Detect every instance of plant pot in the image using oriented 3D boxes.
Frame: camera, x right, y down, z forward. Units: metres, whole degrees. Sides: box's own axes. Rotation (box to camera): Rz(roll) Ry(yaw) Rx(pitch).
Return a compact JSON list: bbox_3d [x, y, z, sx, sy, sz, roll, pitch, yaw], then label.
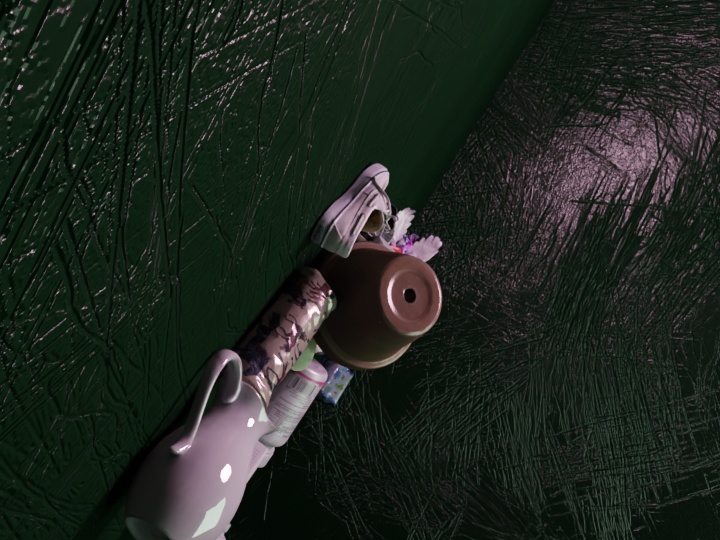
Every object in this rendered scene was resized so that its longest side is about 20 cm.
[{"bbox_3d":[0.035,0.045,0.997,0.202,0.200,0.174,-54,-164,-24],"label":"plant pot"}]

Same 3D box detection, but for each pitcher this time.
[{"bbox_3d":[-0.185,0.208,0.756,0.201,0.119,0.174,-56,147,-43],"label":"pitcher"}]

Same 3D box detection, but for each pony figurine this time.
[{"bbox_3d":[0.119,-0.068,1.938,0.194,0.166,0.200,-48,-169,-3],"label":"pony figurine"}]

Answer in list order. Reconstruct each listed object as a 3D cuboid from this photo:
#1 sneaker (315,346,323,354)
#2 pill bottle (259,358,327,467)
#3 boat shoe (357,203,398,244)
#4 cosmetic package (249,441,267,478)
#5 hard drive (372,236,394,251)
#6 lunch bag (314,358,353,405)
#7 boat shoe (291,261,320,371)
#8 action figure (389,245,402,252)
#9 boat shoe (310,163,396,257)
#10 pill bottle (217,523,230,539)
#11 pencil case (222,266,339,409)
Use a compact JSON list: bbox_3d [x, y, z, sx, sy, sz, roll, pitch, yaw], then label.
[{"bbox_3d":[-0.074,0.096,1.401,0.201,0.074,0.077,-68,179,-52],"label":"sneaker"},{"bbox_3d":[-0.155,0.238,1.173,0.202,0.112,0.113,-56,176,2],"label":"pill bottle"},{"bbox_3d":[0.037,-0.093,1.195,0.066,0.075,0.199,-45,170,18],"label":"boat shoe"},{"bbox_3d":[-0.239,0.331,0.998,0.201,0.101,0.072,-51,175,-45],"label":"cosmetic package"},{"bbox_3d":[0.004,0.052,1.152,0.199,0.132,0.026,-40,-162,15],"label":"hard drive"},{"bbox_3d":[-0.153,0.482,2.874,0.198,0.128,0.171,-7,-139,56],"label":"lunch bag"},{"bbox_3d":[-0.083,0.062,1.079,0.063,0.073,0.205,14,-102,57],"label":"boat shoe"},{"bbox_3d":[0.000,0.000,1.238,0.198,0.051,0.067,-19,-111,53],"label":"action figure"},{"bbox_3d":[0.012,-0.080,0.930,0.075,0.085,0.202,-59,175,38],"label":"boat shoe"},{"bbox_3d":[-0.418,0.714,1.666,0.202,0.111,0.113,-56,176,-17],"label":"pill bottle"},{"bbox_3d":[-0.108,0.094,0.896,0.201,0.076,0.090,-55,154,-32],"label":"pencil case"}]
